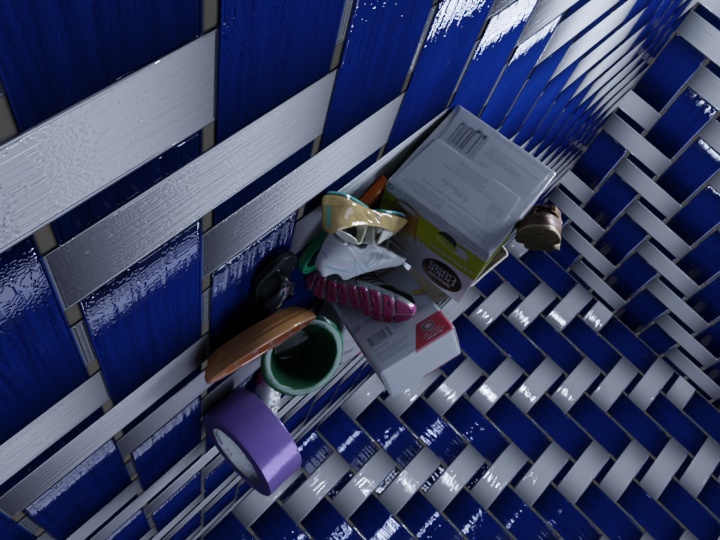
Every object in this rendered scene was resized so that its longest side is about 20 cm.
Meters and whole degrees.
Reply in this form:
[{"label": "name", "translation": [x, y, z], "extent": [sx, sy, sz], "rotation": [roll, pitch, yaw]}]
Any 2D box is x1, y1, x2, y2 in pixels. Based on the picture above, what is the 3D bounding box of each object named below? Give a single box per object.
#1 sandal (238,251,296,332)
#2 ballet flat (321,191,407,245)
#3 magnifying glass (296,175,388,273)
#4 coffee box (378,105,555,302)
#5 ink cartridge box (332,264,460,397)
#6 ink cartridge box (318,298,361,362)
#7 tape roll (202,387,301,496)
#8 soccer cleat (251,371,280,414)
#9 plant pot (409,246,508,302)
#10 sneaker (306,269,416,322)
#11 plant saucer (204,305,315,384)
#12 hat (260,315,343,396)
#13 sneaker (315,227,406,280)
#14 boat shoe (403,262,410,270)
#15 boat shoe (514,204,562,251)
[{"label": "sandal", "translation": [-0.130, 0.040, 1.048], "extent": [0.075, 0.048, 0.201], "rotation": [-36, 165, -37]}, {"label": "ballet flat", "translation": [0.004, -0.068, 1.032], "extent": [0.199, 0.068, 0.064], "rotation": [11, 84, -54]}, {"label": "magnifying glass", "translation": [-0.028, -0.073, 1.111], "extent": [0.200, 0.022, 0.080], "rotation": [-45, 168, 1]}, {"label": "coffee box", "translation": [0.164, -0.107, 1.173], "extent": [0.200, 0.199, 0.198], "rotation": [-48, 170, -24]}, {"label": "ink cartridge box", "translation": [0.058, 0.092, 1.212], "extent": [0.145, 0.200, 0.083], "rotation": [-31, 138, -7]}, {"label": "ink cartridge box", "translation": [-0.012, 0.104, 1.437], "extent": [0.145, 0.085, 0.200], "rotation": [-22, 158, -27]}, {"label": "tape roll", "translation": [-0.212, 0.332, 1.353], "extent": [0.085, 0.200, 0.200], "rotation": [-38, 166, -29]}, {"label": "soccer cleat", "translation": [-0.192, 0.264, 1.476], "extent": [0.070, 0.086, 0.201], "rotation": [-28, 158, -55]}, {"label": "plant pot", "translation": [0.166, -0.037, 1.523], "extent": [0.200, 0.200, 0.177], "rotation": [-32, 173, -48]}, {"label": "sneaker", "translation": [0.010, 0.021, 1.181], "extent": [0.088, 0.198, 0.074], "rotation": [-55, 152, -39]}, {"label": "plant saucer", "translation": [-0.163, 0.111, 1.100], "extent": [0.199, 0.038, 0.200], "rotation": [-32, 176, -2]}, {"label": "hat", "translation": [-0.139, 0.139, 1.390], "extent": [0.164, 0.176, 0.202], "rotation": [3, 114, -24]}, {"label": "sneaker", "translation": [-0.001, -0.026, 1.120], "extent": [0.199, 0.071, 0.080], "rotation": [6, 130, -53]}, {"label": "boat shoe", "translation": [0.000, 0.000, 1.303], "extent": [0.198, 0.071, 0.073], "rotation": [-15, 120, -26]}, {"label": "boat shoe", "translation": [0.290, -0.074, 1.127], "extent": [0.200, 0.071, 0.068], "rotation": [15, 79, -72]}]
